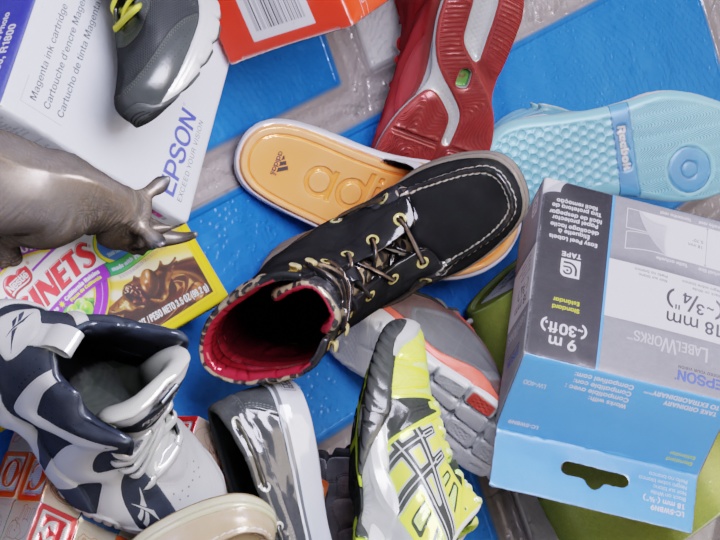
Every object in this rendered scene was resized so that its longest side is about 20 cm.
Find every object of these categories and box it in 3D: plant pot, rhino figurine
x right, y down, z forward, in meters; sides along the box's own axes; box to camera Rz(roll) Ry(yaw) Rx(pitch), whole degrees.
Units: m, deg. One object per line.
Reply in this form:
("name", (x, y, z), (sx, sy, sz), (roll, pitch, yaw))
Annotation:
("plant pot", (0.169, 0.081, 1.407), (0.201, 0.187, 0.187), (52, 56, -7))
("rhino figurine", (-0.183, -0.039, 1.125), (0.198, 0.087, 0.060), (15, 61, -26))

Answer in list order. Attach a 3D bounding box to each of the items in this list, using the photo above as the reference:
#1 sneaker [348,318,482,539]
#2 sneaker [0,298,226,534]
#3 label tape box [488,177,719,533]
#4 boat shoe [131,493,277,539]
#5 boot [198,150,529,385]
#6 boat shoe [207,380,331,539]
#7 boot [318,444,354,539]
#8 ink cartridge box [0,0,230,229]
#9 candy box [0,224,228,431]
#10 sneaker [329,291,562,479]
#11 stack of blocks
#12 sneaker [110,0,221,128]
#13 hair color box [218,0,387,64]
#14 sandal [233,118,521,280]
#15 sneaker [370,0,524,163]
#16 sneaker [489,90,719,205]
("sneaker", (0.032, 0.127, 1.185), (0.076, 0.076, 0.202), (3, 69, -4))
("sneaker", (-0.122, 0.086, 1.091), (0.199, 0.129, 0.080), (50, 59, -27))
("label tape box", (0.170, 0.053, 1.296), (0.143, 0.063, 0.202), (13, 61, -7))
("boat shoe", (-0.122, 0.205, 1.130), (0.199, 0.065, 0.072), (-38, 134, 10))
("boot", (0.000, 0.000, 1.208), (0.074, 0.199, 0.151), (65, 25, -10))
("boat shoe", (-0.051, 0.167, 1.196), (0.056, 0.069, 0.202), (-11, 92, -24))
("boot", (0.017, 0.174, 1.240), (0.069, 0.199, 0.133), (4, 88, -41))
("ink cartridge box", (-0.163, -0.154, 1.185), (0.199, 0.043, 0.198), (33, 57, -36))
("candy box", (-0.179, 0.017, 1.176), (0.199, 0.026, 0.103), (-31, 89, -38))
("sneaker", (0.067, 0.063, 1.344), (0.200, 0.077, 0.082), (41, 48, -8))
("stack of blocks", (-0.122, 0.147, 1.211), (0.199, 0.058, 0.116), (30, 68, -35))
("sneaker", (-0.130, -0.174, 1.154), (0.084, 0.074, 0.202), (27, 51, -30))
("hair color box", (-0.008, -0.203, 1.270), (0.200, 0.101, 0.062), (-43, 115, -51))
("sandal", (0.014, -0.038, 1.303), (0.205, 0.059, 0.080), (17, 105, -20))
("sneaker", (0.049, -0.130, 1.368), (0.078, 0.116, 0.201), (19, 110, -20))
("sneaker", (0.175, -0.089, 1.418), (0.198, 0.131, 0.080), (-2, 97, -5))
